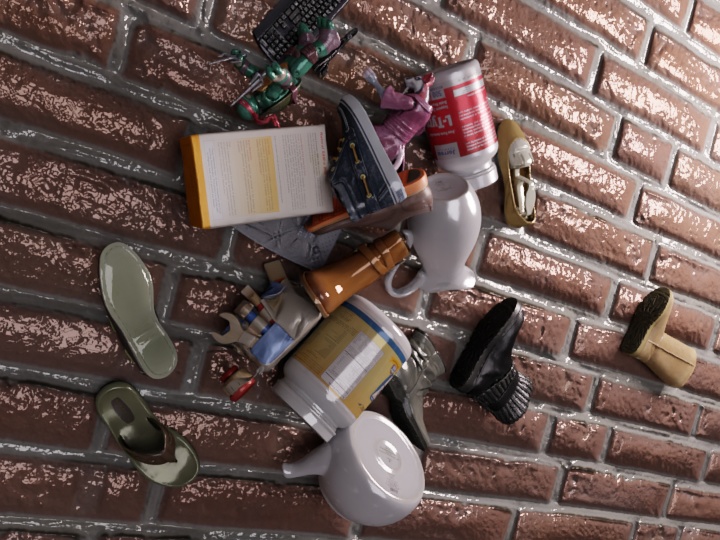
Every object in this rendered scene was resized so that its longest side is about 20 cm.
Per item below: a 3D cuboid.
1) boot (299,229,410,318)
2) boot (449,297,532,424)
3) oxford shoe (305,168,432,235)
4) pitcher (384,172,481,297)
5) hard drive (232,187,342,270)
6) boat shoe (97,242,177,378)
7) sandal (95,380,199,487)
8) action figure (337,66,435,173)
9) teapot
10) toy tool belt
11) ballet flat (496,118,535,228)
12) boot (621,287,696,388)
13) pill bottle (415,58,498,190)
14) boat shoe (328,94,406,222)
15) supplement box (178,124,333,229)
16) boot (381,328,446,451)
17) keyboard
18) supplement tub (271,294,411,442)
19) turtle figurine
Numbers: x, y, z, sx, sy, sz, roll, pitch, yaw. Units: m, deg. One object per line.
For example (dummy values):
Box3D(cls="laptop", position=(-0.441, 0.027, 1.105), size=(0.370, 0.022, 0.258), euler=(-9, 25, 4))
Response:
Box3D(cls="boot", position=(0.000, 0.000, 1.015), size=(0.154, 0.200, 0.077), euler=(-30, 84, 11))
Box3D(cls="boot", position=(0.278, 0.171, 1.279), size=(0.157, 0.079, 0.212), euler=(32, 93, -21))
Box3D(cls="oxford shoe", position=(0.014, -0.083, 1.021), size=(0.198, 0.072, 0.073), euler=(-18, 121, 12))
Box3D(cls="pitcher", position=(0.117, -0.049, 1.128), size=(0.170, 0.121, 0.202), euler=(-19, 132, -16))
Box3D(cls="hard drive", position=(-0.119, -0.096, 1.047), size=(0.199, 0.042, 0.136), euler=(30, 84, -28))
Box3D(cls="boat shoe", position=(-0.323, 0.057, 0.953), size=(0.071, 0.060, 0.203), euler=(-28, 111, -34))
Box3D(cls="sandal", position=(-0.314, 0.249, 0.991), size=(0.080, 0.057, 0.202), euler=(-42, 115, -15))
Box3D(cls="action figure", position=(0.055, -0.220, 1.056), size=(0.133, 0.149, 0.201), euler=(17, 119, -45))
Box3D(cls="teapot", position=(0.003, 0.345, 1.128), size=(0.146, 0.197, 0.201), euler=(-45, 78, 25))
Box3D(cls="toy tool belt", position=(-0.160, 0.086, 1.029), size=(0.123, 0.125, 0.200), euler=(44, 72, 6))
Box3D(cls="ballet flat", position=(0.294, -0.178, 1.242), size=(0.068, 0.063, 0.202), euler=(-16, 105, -25))
Box3D(cls="boot", position=(0.683, 0.150, 1.506), size=(0.199, 0.066, 0.176), euler=(28, 97, -28))
Box3D(cls="pill bottle", position=(0.166, -0.240, 1.136), size=(0.111, 0.112, 0.202), euler=(-25, 109, -22))
Box3D(cls="boat shoe", position=(-0.014, -0.166, 0.977), size=(0.090, 0.202, 0.071), euler=(-25, 151, 1))
Box3D(cls="supplement box", position=(-0.145, -0.135, 0.960), size=(0.198, 0.073, 0.128), euler=(-10, 100, -27))
Box3D(cls="boot", position=(0.111, 0.214, 1.211), size=(0.130, 0.067, 0.201), euler=(-35, 114, -25))
Box3D(cls="keyboard", position=(-0.063, -0.382, 1.043), size=(0.127, 0.021, 0.201), euler=(44, 78, -26))
Box3D(cls="supplement tub", position=(-0.031, 0.155, 1.077), size=(0.200, 0.144, 0.145), euler=(-47, 116, -13))
Box3D(cls="turtle figurine", position=(-0.124, -0.276, 0.952), size=(0.200, 0.149, 0.101), euler=(-45, 136, -21))
